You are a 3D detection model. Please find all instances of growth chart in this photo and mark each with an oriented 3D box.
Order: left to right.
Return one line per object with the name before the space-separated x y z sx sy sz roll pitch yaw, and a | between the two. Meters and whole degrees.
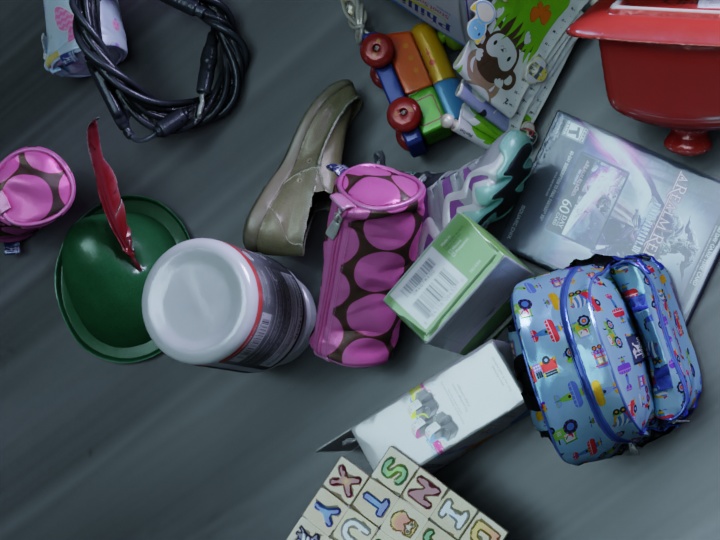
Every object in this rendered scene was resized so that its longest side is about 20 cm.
growth chart | 0.148 -0.203 1.570 0.018 0.144 0.202 35 104 50

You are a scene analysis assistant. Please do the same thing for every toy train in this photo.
toy train | 0.057 -0.224 1.642 0.115 0.085 0.202 -23 76 3

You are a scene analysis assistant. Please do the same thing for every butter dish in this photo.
butter dish | 0.300 -0.177 1.518 0.197 0.200 0.149 5 111 20

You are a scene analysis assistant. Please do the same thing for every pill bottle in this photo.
pill bottle | -0.118 0.038 1.598 0.115 0.200 0.117 -2 83 17

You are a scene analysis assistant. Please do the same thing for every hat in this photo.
hat | -0.271 -0.014 1.667 0.164 0.176 0.202 -19 77 14

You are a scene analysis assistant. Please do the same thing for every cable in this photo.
cable | -0.206 -0.239 1.703 0.162 0.051 0.201 -26 88 -15

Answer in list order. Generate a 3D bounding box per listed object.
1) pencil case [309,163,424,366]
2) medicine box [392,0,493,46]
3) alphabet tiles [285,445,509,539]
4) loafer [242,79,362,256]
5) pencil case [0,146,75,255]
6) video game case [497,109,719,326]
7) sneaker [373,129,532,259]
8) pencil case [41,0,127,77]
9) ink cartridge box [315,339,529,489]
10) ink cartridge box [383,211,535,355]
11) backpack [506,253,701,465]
pencil case | 0.000 0.000 1.565 0.090 0.093 0.202 29 129 29
medicine box | 0.087 -0.350 1.606 0.181 0.103 0.200 34 75 19
alphabet tiles | 0.034 0.264 1.499 0.199 0.006 0.167 35 91 15
loafer | -0.045 -0.095 1.651 0.067 0.076 0.201 27 77 6
pencil case | -0.347 -0.071 1.692 0.093 0.200 0.092 -16 89 -20
video game case | 0.245 -0.048 1.586 0.199 0.019 0.144 26 92 20
sneaker | 0.070 -0.079 1.587 0.140 0.077 0.201 42 123 20
pencil case | -0.305 -0.305 1.768 0.090 0.083 0.202 -18 78 29
ink cartridge box | 0.068 0.145 1.568 0.199 0.115 0.068 -33 76 13
ink cartridge box | 0.098 0.018 1.529 0.059 0.200 0.104 44 96 17
backpack | 0.210 0.076 1.475 0.133 0.200 0.184 -18 84 20
